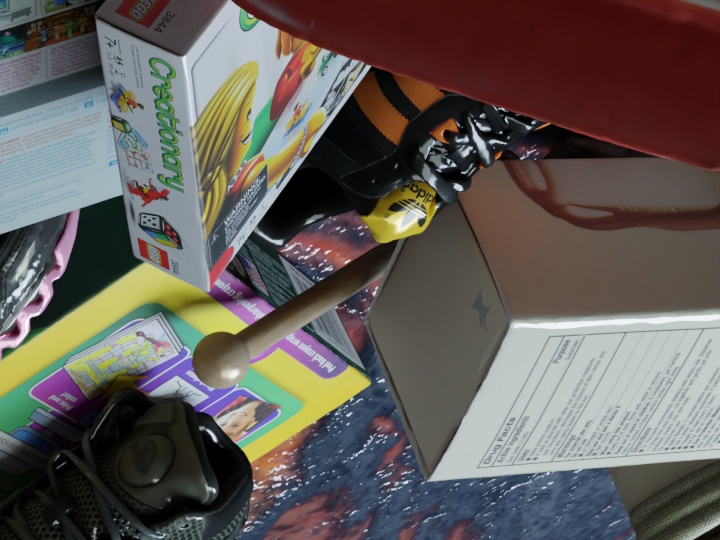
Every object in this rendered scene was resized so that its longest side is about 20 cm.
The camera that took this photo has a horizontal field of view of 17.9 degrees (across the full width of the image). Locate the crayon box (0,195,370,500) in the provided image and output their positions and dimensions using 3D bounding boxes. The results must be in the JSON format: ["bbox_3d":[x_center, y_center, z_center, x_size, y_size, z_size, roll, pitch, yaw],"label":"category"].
[{"bbox_3d":[-0.112,0.045,0.969,0.172,0.058,0.200,-32,152,9],"label":"crayon box"}]

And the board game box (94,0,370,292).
[{"bbox_3d":[-0.013,-0.105,0.734,0.200,0.035,0.126,-56,163,-27],"label":"board game box"}]

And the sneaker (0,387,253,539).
[{"bbox_3d":[-0.127,0.104,0.915,0.199,0.076,0.114,-13,147,-32],"label":"sneaker"}]

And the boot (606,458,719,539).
[{"bbox_3d":[0.200,0.049,1.150,0.200,0.155,0.072,-29,152,0],"label":"boot"}]

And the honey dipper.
[{"bbox_3d":[0.000,0.000,0.948,0.200,0.038,0.038,-32,159,-41],"label":"honey dipper"}]

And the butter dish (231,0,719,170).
[{"bbox_3d":[0.091,-0.108,0.674,0.200,0.199,0.148,-65,160,-17],"label":"butter dish"}]

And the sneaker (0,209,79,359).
[{"bbox_3d":[-0.196,0.007,0.829,0.200,0.079,0.095,-33,140,6],"label":"sneaker"}]

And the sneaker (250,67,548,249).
[{"bbox_3d":[0.035,-0.052,0.821,0.200,0.090,0.070,-9,151,43],"label":"sneaker"}]

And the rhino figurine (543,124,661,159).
[{"bbox_3d":[0.125,-0.036,1.009,0.087,0.060,0.200,9,177,25],"label":"rhino figurine"}]

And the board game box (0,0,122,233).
[{"bbox_3d":[-0.116,-0.094,0.736,0.147,0.064,0.200,-20,152,-19],"label":"board game box"}]

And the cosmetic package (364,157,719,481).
[{"bbox_3d":[0.116,0.017,0.922,0.199,0.087,0.103,-1,140,-27],"label":"cosmetic package"}]
